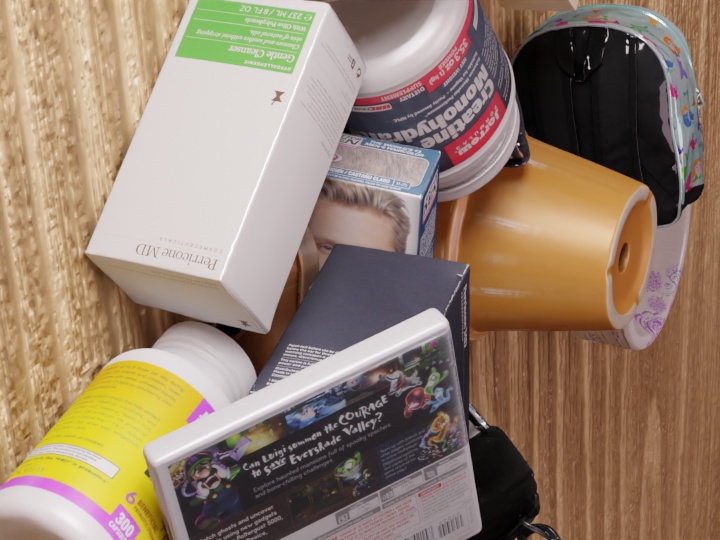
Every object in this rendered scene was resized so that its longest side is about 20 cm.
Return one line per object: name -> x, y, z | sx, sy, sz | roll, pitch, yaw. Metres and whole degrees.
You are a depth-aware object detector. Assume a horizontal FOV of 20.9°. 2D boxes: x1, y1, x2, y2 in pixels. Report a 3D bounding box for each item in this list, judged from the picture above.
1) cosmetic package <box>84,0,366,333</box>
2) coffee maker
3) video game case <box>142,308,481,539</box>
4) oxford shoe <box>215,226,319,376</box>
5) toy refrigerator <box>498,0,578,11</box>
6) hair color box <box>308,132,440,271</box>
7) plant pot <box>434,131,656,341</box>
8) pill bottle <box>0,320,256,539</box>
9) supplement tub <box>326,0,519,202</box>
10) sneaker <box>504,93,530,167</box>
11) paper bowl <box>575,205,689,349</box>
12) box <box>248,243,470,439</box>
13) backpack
cosmetic package -> -0.083, -0.072, 1.256 | 0.085, 0.107, 0.201 | 55, 50, -57
coffee maker -> 0.056, 0.202, 1.568 | 0.200, 0.191, 0.135 | -27, 140, -57
video game case -> -0.023, 0.135, 1.195 | 0.199, 0.023, 0.183 | -25, 130, -17
oxford shoe -> -0.072, 0.052, 1.405 | 0.071, 0.071, 0.201 | -22, 128, -26
toy refrigerator -> 0.112, -0.271, 1.477 | 0.200, 0.070, 0.076 | 38, 60, -63
hair color box -> 0.000, 0.000, 1.427 | 0.061, 0.099, 0.201 | -64, 162, -49
plant pot -> 0.149, -0.028, 1.674 | 0.200, 0.182, 0.201 | -36, 132, -55
pill bottle -> -0.143, 0.119, 1.212 | 0.200, 0.104, 0.105 | -53, 145, -43
supplement tub -> 0.034, -0.149, 1.432 | 0.141, 0.140, 0.200 | -70, 153, -18
sneaker -> 0.069, -0.090, 1.562 | 0.201, 0.111, 0.078 | -65, 151, -27
paper bowl -> 0.258, -0.026, 1.982 | 0.201, 0.104, 0.202 | -36, 131, -56
box -> 0.005, 0.117, 1.350 | 0.182, 0.103, 0.201 | -59, 154, -52
backpack -> 0.229, -0.147, 1.808 | 0.151, 0.177, 0.201 | -46, 129, -53
